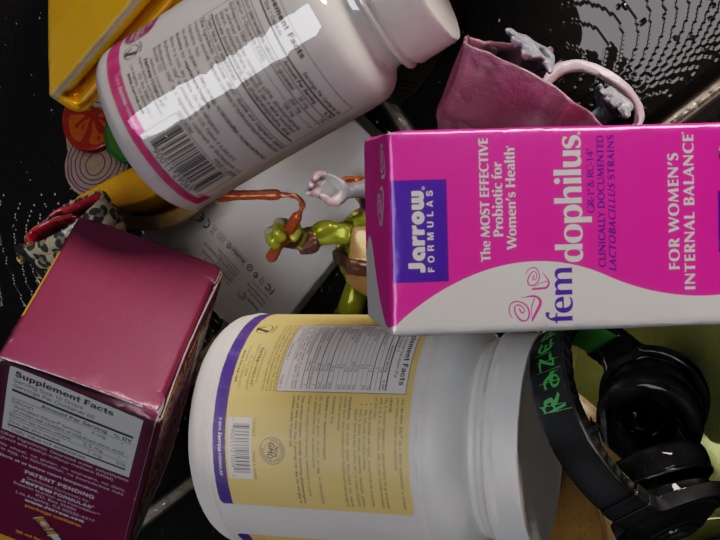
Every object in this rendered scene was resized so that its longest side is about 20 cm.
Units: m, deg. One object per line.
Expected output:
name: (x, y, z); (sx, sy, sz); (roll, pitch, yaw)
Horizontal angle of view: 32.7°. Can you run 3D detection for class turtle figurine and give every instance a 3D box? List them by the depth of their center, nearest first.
turtle figurine: (0.000, 0.000, 0.833); (0.198, 0.064, 0.163); (-1, 107, -12)

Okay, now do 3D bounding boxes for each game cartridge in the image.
game cartridge: (-0.155, -0.230, 0.848); (0.176, 0.032, 0.201); (-41, 39, 26)

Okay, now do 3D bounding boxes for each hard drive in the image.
hard drive: (-0.068, -0.045, 0.895); (0.132, 0.027, 0.200); (45, 114, 13)

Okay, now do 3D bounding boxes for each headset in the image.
headset: (0.161, 0.111, 0.708); (0.200, 0.124, 0.094); (36, 126, -24)

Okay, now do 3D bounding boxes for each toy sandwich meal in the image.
toy sandwich meal: (-0.155, -0.126, 0.882); (0.204, 0.070, 0.207); (-3, 84, 32)

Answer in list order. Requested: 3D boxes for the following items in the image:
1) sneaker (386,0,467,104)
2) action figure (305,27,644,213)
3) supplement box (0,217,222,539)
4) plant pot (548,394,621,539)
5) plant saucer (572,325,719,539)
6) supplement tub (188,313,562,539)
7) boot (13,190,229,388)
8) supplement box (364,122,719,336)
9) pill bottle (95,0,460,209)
sneaker: (0.013, -0.221, 0.798); (0.120, 0.083, 0.201); (27, 109, 21)
action figure: (0.064, -0.055, 0.761); (0.134, 0.149, 0.200); (41, 116, 9)
supplement box: (-0.171, 0.090, 0.800); (0.102, 0.131, 0.201); (20, 133, -2)
plant pot: (0.099, 0.162, 0.821); (0.199, 0.027, 0.202); (13, 112, 33)
plant saucer: (0.209, 0.082, 0.775); (0.199, 0.031, 0.202); (4, 99, 27)
supplement tub: (0.013, 0.098, 0.742); (0.198, 0.145, 0.147); (-1, 97, 21)
boot: (-0.201, 0.030, 0.904); (0.203, 0.074, 0.154); (-19, 119, 38)
supplement box: (0.105, -0.023, 0.640); (0.198, 0.103, 0.102); (-3, 94, -5)
pill bottle: (-0.048, -0.130, 0.736); (0.199, 0.113, 0.114); (-28, 85, 17)
